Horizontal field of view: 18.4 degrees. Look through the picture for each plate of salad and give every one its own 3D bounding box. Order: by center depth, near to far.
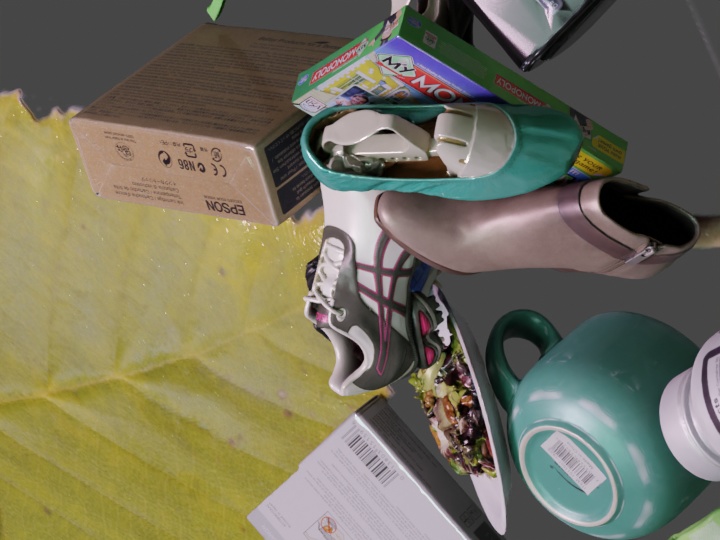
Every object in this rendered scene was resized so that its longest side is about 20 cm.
[{"bbox_3d":[0.073,0.109,1.721,0.200,0.048,0.200,166,90,-85],"label":"plate of salad"}]

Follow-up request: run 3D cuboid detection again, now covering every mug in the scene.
[{"bbox_3d":[0.172,0.120,1.653,0.185,0.114,0.152,9,125,40],"label":"mug"}]

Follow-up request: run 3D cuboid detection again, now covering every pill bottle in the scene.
[{"bbox_3d":[0.294,0.075,1.501,0.111,0.111,0.200,54,142,-2],"label":"pill bottle"}]

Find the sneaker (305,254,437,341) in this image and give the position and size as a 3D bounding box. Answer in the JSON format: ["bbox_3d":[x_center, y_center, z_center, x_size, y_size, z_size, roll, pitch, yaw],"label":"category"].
[{"bbox_3d":[0.016,-0.019,1.703,0.077,0.111,0.200,38,139,17],"label":"sneaker"}]

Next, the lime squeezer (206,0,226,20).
[{"bbox_3d":[-0.069,-0.238,1.679,0.200,0.038,0.071,-11,107,46],"label":"lime squeezer"}]

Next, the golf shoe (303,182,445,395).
[{"bbox_3d":[0.000,0.000,1.616,0.077,0.088,0.200,22,136,53],"label":"golf shoe"}]

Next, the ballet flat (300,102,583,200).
[{"bbox_3d":[0.047,-0.084,1.504,0.200,0.070,0.067,-1,75,25],"label":"ballet flat"}]

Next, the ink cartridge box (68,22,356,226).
[{"bbox_3d":[-0.093,-0.114,1.695,0.200,0.165,0.075,11,128,40],"label":"ink cartridge box"}]

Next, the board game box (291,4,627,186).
[{"bbox_3d":[0.069,-0.104,1.571,0.200,0.029,0.135,29,149,-24],"label":"board game box"}]

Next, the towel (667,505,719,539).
[{"bbox_3d":[0.329,0.258,1.671,0.200,0.031,0.149,49,141,4],"label":"towel"}]

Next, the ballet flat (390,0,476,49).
[{"bbox_3d":[0.051,-0.171,1.584,0.068,0.068,0.200,47,147,47],"label":"ballet flat"}]

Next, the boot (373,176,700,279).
[{"bbox_3d":[0.129,-0.037,1.543,0.146,0.200,0.070,-18,65,61],"label":"boot"}]

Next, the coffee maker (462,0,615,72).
[{"bbox_3d":[0.080,-0.231,1.458,0.200,0.135,0.192,48,138,3],"label":"coffee maker"}]

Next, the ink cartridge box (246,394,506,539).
[{"bbox_3d":[0.022,0.233,1.914,0.200,0.044,0.174,49,128,4],"label":"ink cartridge box"}]
